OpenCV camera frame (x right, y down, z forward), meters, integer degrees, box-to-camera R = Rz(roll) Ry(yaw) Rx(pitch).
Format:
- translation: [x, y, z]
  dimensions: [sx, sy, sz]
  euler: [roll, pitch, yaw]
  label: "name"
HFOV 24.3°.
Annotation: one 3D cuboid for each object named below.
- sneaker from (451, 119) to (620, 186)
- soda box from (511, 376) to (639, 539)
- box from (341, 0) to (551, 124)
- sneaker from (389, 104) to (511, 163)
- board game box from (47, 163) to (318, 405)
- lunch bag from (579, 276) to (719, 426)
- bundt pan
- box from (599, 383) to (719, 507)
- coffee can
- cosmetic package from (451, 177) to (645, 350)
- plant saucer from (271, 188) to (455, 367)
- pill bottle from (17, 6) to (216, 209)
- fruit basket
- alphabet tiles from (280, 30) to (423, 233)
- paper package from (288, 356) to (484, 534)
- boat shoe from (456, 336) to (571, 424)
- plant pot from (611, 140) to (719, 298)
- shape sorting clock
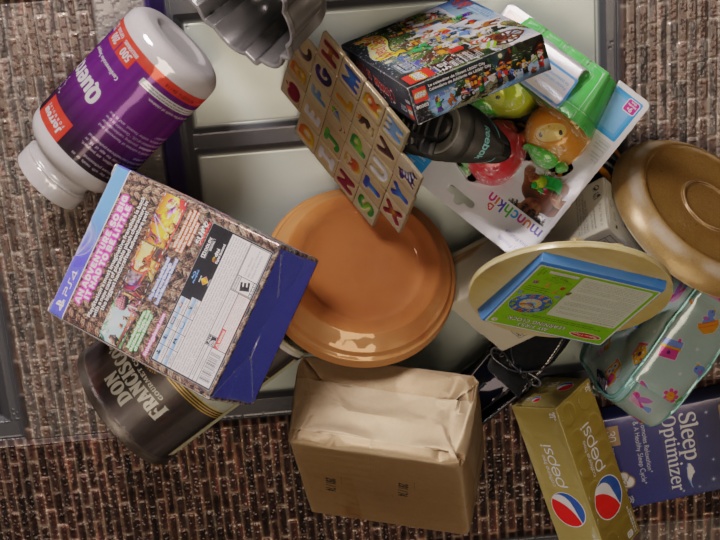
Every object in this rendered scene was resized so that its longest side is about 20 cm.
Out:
- translation: [0.175, -0.104, 1.708]
  dimensions: [0.199, 0.077, 0.079]
  euler: [1, 115, -2]
  label: "sneaker"
- translation: [0.237, 0.218, 1.835]
  dimensions: [0.064, 0.068, 0.201]
  euler: [-1, 117, 46]
  label: "soda box"
- translation: [0.077, -0.202, 1.578]
  dimensions: [0.136, 0.200, 0.038]
  euler: [-23, 114, -11]
  label: "box"
- translation: [0.069, -0.135, 1.615]
  dimensions: [0.079, 0.200, 0.076]
  euler: [14, 100, -31]
  label: "sneaker"
- translation: [-0.170, 0.015, 1.611]
  dimensions: [0.200, 0.097, 0.160]
  euler: [26, 92, 22]
  label: "board game box"
- translation: [0.312, 0.055, 1.742]
  dimensions: [0.077, 0.160, 0.200]
  euler: [31, 103, -20]
  label: "lunch bag"
- translation: [-0.105, -0.293, 1.561]
  dimensions: [0.076, 0.202, 0.202]
  euler: [-40, 113, -20]
  label: "bundt pan"
- translation: [0.363, 0.194, 1.871]
  dimensions: [0.199, 0.032, 0.122]
  euler: [-13, 113, 1]
  label: "box"
- translation: [-0.171, 0.084, 1.733]
  dimensions: [0.200, 0.146, 0.146]
  euler: [-37, 110, 12]
  label: "coffee can"
- translation: [0.195, -0.004, 1.709]
  dimensions: [0.200, 0.071, 0.105]
  euler: [-26, 133, 29]
  label: "cosmetic package"
- translation: [0.000, 0.000, 1.689]
  dimensions: [0.199, 0.201, 0.037]
  euler: [5, 152, -5]
  label: "plant saucer"
- translation: [-0.243, -0.155, 1.643]
  dimensions: [0.112, 0.113, 0.200]
  euler: [42, 105, -18]
  label: "pill bottle"
- translation: [0.151, -0.139, 1.640]
  dimensions: [0.185, 0.094, 0.200]
  euler: [41, 88, 23]
  label: "fruit basket"
- translation: [-0.011, -0.136, 1.629]
  dimensions: [0.006, 0.200, 0.167]
  euler: [-30, 161, -26]
  label: "alphabet tiles"
- translation: [0.030, 0.182, 1.738]
  dimensions: [0.190, 0.104, 0.200]
  euler: [7, 153, 11]
  label: "paper package"
- translation: [0.161, 0.104, 1.805]
  dimensions: [0.200, 0.062, 0.075]
  euler: [-42, 107, 13]
  label: "boat shoe"
- translation: [0.343, -0.058, 1.672]
  dimensions: [0.199, 0.200, 0.028]
  euler: [24, 135, -13]
  label: "plant pot"
- translation: [0.205, 0.019, 1.637]
  dimensions: [0.199, 0.039, 0.200]
  euler: [-1, 149, 0]
  label: "shape sorting clock"
